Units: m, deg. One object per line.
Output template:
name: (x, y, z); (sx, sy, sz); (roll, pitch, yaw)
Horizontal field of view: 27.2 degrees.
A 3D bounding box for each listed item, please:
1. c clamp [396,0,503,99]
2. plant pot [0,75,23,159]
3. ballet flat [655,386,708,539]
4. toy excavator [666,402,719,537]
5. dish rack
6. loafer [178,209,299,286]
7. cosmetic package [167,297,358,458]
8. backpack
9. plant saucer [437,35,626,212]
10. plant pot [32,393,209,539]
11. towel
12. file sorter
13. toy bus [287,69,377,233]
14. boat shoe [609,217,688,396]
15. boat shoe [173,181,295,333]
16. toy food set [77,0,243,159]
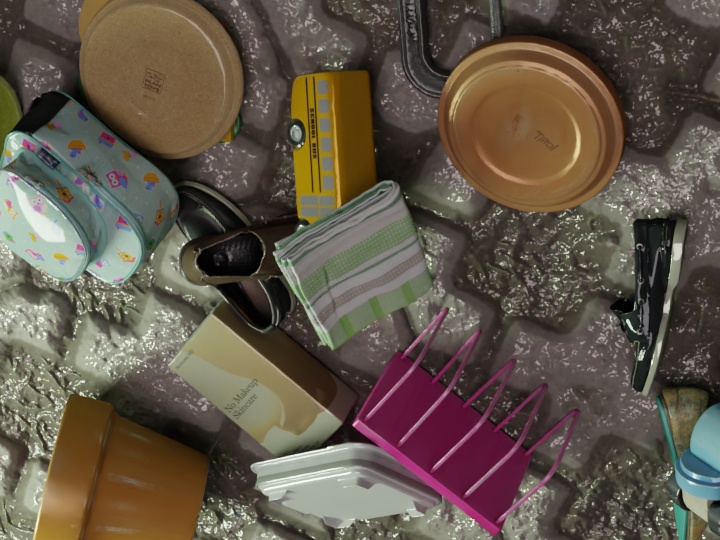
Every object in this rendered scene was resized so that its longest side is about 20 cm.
c clamp: (0.119, -0.252, 1.543); (0.170, 0.027, 0.200); (-2, 114, 23)
plant pot: (-0.517, -0.146, 1.693); (0.184, 0.200, 0.201); (14, 117, 23)
ballet flat: (0.374, 0.219, 1.655); (0.071, 0.071, 0.200); (-6, 111, 18)
toy excavator: (0.419, 0.158, 1.563); (0.194, 0.100, 0.200); (-17, 114, -17)
dish rack: (-0.013, 0.254, 1.719); (0.200, 0.044, 0.172); (-17, 146, 41)
loafer: (-0.100, -0.019, 1.644); (0.200, 0.071, 0.073); (-16, 97, -8)
cosmetic package: (-0.114, 0.130, 1.749); (0.200, 0.071, 0.105); (39, 118, -3)
backpack: (-0.310, -0.077, 1.659); (0.200, 0.153, 0.176); (31, 144, -6)
plant saucer: (0.174, -0.146, 1.544); (0.200, 0.032, 0.201); (12, 128, 16)
plant pot: (-0.285, 0.266, 1.805); (0.183, 0.200, 0.201); (13, 117, -7)
towel: (0.000, 0.000, 1.590); (0.149, 0.031, 0.200); (-30, 144, -4)
file sorter: (0.123, 0.158, 1.644); (0.200, 0.139, 0.125); (38, 128, -3)
toy bus: (-0.027, -0.110, 1.587); (0.078, 0.065, 0.201); (1, 97, 46)
boat shoe: (0.300, 0.036, 1.587); (0.066, 0.075, 0.200); (12, 115, 13)
boat shoe: (-0.152, -0.016, 1.699); (0.072, 0.068, 0.200); (-33, 99, 31)
toy food set: (-0.221, -0.215, 1.641); (0.200, 0.049, 0.198); (8, 115, 12)
